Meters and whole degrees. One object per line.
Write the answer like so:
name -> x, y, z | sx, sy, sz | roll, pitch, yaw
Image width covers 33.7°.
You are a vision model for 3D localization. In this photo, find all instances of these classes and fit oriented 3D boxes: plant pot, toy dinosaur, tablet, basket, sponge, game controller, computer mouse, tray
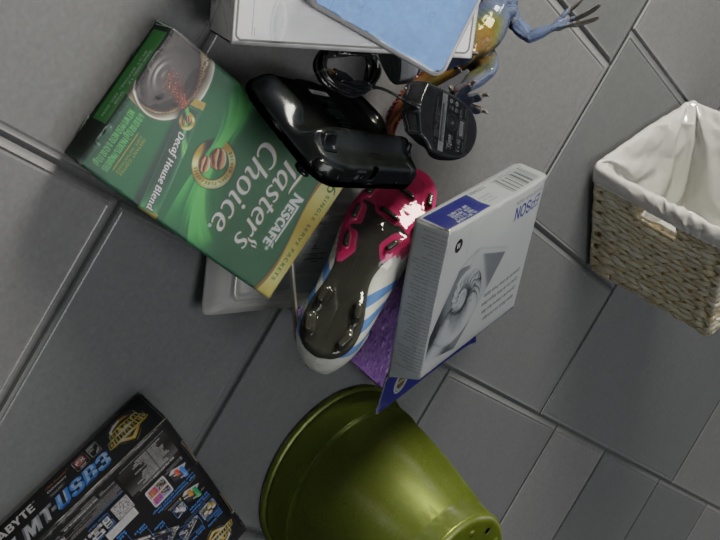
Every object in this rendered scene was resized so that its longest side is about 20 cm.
plant pot -> 0.033, 0.252, 1.197 | 0.199, 0.192, 0.203 | -26, 132, -33
toy dinosaur -> 0.105, -0.236, 1.070 | 0.105, 0.198, 0.183 | 53, 39, -33
tablet -> 0.054, -0.256, 0.854 | 0.129, 0.014, 0.202 | 23, 99, -29
basket -> 0.395, -0.062, 1.381 | 0.199, 0.197, 0.163 | -31, 136, -30
sponge -> 0.010, 0.034, 1.159 | 0.112, 0.030, 0.200 | -54, 142, -7
game controller -> -0.019, -0.108, 0.941 | 0.042, 0.104, 0.199 | -51, 164, 16
computer mouse -> 0.028, -0.137, 0.977 | 0.199, 0.034, 0.060 | 21, 73, -45
tray -> -0.044, -0.017, 1.040 | 0.197, 0.022, 0.109 | -5, 110, -36

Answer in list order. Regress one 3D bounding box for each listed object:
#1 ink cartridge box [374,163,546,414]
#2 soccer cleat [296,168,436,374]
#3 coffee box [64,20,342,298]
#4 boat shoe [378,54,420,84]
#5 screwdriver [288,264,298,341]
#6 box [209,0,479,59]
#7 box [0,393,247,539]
ink cartridge box -> 0.095, 0.021, 1.094 | 0.199, 0.040, 0.203 | -30, 138, -51
soccer cleat -> 0.000, 0.000, 1.032 | 0.202, 0.069, 0.087 | -59, 175, -22
coffee box -> -0.110, -0.080, 0.905 | 0.200, 0.044, 0.124 | 39, 84, -37
boat shoe -> 0.047, -0.250, 0.967 | 0.066, 0.074, 0.203 | -16, 127, -17
screwdriver -> -0.057, -0.039, 0.991 | 0.029, 0.028, 0.204 | -10, 103, -5
box -> -0.007, -0.225, 0.881 | 0.197, 0.060, 0.119 | 0, 109, -24
box -> -0.212, 0.241, 1.039 | 0.200, 0.049, 0.200 | -45, 140, -17
